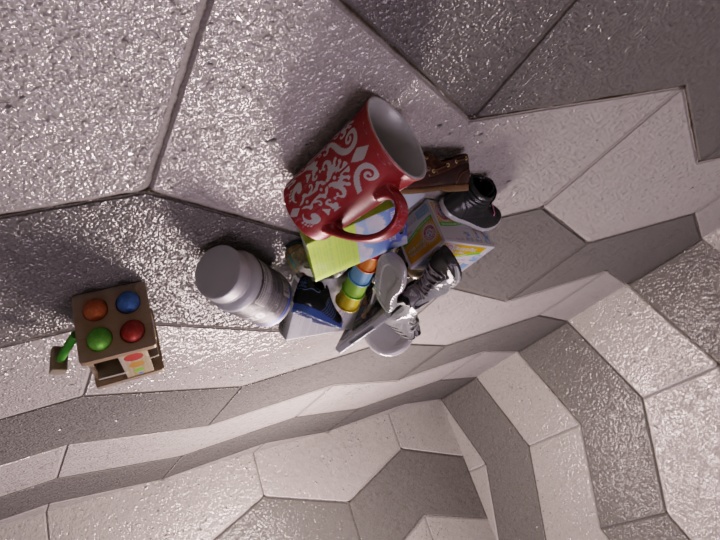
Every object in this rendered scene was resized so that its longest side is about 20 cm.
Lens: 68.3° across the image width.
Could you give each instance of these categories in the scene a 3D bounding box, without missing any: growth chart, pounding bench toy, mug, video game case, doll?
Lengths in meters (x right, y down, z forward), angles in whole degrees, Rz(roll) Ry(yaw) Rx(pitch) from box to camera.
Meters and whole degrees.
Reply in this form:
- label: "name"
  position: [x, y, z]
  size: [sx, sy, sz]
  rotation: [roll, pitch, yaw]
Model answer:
- label: "growth chart"
  position: [0.051, 0.015, 1.238]
  size: [0.146, 0.017, 0.202]
  rotation: [-58, 171, -29]
- label: "pounding bench toy"
  position: [-0.469, 0.123, 0.949]
  size: [0.194, 0.127, 0.157]
  rotation: [-13, 156, -20]
- label: "mug"
  position: [-0.017, -0.126, 0.786]
  size: [0.198, 0.181, 0.133]
  rotation: [-31, 126, 32]
- label: "video game case"
  position: [0.028, 0.100, 1.338]
  size: [0.181, 0.023, 0.201]
  rotation: [-39, -167, 33]
- label: "doll"
  position: [0.131, -0.006, 1.243]
  size: [0.133, 0.050, 0.200]
  rotation: [-18, 178, 6]

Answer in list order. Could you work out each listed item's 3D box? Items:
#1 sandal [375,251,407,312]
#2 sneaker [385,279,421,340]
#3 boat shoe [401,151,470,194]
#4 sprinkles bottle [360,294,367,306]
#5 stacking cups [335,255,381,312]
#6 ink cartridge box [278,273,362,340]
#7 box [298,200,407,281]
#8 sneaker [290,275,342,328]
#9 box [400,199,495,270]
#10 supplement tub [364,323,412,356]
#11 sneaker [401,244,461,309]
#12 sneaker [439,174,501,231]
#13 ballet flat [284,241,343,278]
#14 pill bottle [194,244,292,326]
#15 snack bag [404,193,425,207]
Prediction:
- label: "sandal"
  position: [0.068, 0.016, 1.094]
  size: [0.049, 0.083, 0.204]
  rotation: [-29, 161, -21]
- label: "sneaker"
  position: [0.133, 0.100, 1.313]
  size: [0.199, 0.115, 0.076]
  rotation: [-33, -165, 48]
- label: "boat shoe"
  position: [0.114, -0.173, 0.936]
  size: [0.196, 0.073, 0.070]
  rotation: [-11, -160, -35]
- label: "sprinkles bottle"
  position: [-0.082, 0.084, 1.296]
  size: [0.195, 0.070, 0.069]
  rotation: [-21, 157, -7]
- label: "stacking cups"
  position: [0.000, 0.000, 1.127]
  size: [0.059, 0.061, 0.203]
  rotation: [-7, 138, -32]
- label: "ink cartridge box"
  position: [-0.083, 0.071, 1.228]
  size: [0.196, 0.050, 0.166]
  rotation: [-7, 128, -40]
- label: "box"
  position: [-0.009, -0.064, 0.983]
  size: [0.195, 0.048, 0.123]
  rotation: [-23, 146, -10]
- label: "sneaker"
  position: [-0.082, 0.072, 1.139]
  size: [0.068, 0.080, 0.200]
  rotation: [9, 167, 21]
- label: "box"
  position: [0.185, -0.071, 1.162]
  size: [0.196, 0.104, 0.112]
  rotation: [2, 148, -45]
- label: "supplement tub"
  position: [0.077, 0.164, 1.484]
  size: [0.141, 0.148, 0.200]
  rotation: [-21, 172, -1]
- label: "sneaker"
  position: [0.138, 0.030, 1.084]
  size: [0.114, 0.076, 0.201]
  rotation: [-31, 160, -10]
- label: "sneaker"
  position: [0.264, -0.142, 1.121]
  size: [0.196, 0.073, 0.099]
  rotation: [6, 149, -42]
- label: "ballet flat"
  position: [-0.069, -0.016, 1.094]
  size: [0.197, 0.072, 0.070]
  rotation: [2, 147, -46]
- label: "pill bottle"
  position: [-0.215, 0.031, 0.998]
  size: [0.111, 0.116, 0.200]
  rotation: [-26, 157, 9]
- label: "snack bag"
  position: [0.006, -0.115, 1.009]
  size: [0.187, 0.022, 0.198]
  rotation: [-37, 154, 28]
